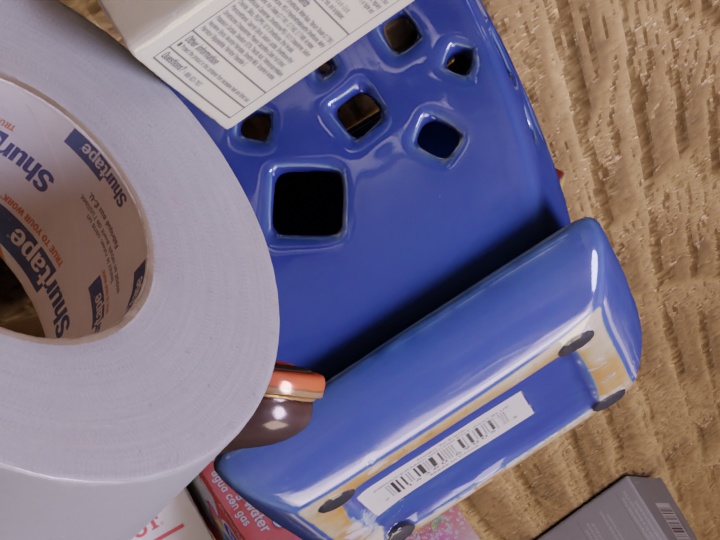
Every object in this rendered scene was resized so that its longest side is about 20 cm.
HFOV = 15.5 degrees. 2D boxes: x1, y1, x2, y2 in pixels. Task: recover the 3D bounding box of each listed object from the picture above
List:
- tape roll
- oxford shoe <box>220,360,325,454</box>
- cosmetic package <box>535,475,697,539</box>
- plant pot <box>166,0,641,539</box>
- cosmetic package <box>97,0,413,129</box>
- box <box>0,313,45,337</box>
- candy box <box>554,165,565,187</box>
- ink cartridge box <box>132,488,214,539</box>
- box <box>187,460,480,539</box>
[{"bbox_3d":[-0.125,-0.003,0.817,0.200,0.201,0.066,-11,152,-49],"label":"tape roll"},{"bbox_3d":[-0.093,0.071,0.952,0.199,0.073,0.071,-13,167,38],"label":"oxford shoe"},{"bbox_3d":[0.183,0.268,2.207,0.200,0.107,0.090,-37,161,19],"label":"cosmetic package"},{"bbox_3d":[0.000,0.000,1.072,0.200,0.180,0.200,-33,163,1],"label":"plant pot"},{"bbox_3d":[0.004,-0.141,0.881,0.200,0.071,0.105,-34,162,5],"label":"cosmetic package"},{"bbox_3d":[-0.186,0.064,1.079,0.199,0.021,0.164,-14,164,8],"label":"box"},{"bbox_3d":[0.044,0.021,1.337,0.117,0.056,0.200,-55,170,-18],"label":"candy box"},{"bbox_3d":[-0.131,0.151,1.320,0.116,0.068,0.200,-30,-176,-8],"label":"ink cartridge box"},{"bbox_3d":[-0.020,0.114,1.279,0.094,0.200,0.103,-29,145,-11],"label":"box"}]
